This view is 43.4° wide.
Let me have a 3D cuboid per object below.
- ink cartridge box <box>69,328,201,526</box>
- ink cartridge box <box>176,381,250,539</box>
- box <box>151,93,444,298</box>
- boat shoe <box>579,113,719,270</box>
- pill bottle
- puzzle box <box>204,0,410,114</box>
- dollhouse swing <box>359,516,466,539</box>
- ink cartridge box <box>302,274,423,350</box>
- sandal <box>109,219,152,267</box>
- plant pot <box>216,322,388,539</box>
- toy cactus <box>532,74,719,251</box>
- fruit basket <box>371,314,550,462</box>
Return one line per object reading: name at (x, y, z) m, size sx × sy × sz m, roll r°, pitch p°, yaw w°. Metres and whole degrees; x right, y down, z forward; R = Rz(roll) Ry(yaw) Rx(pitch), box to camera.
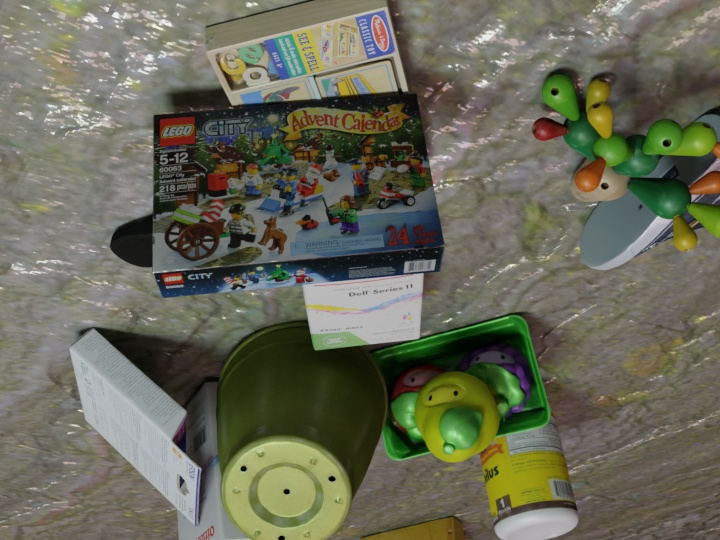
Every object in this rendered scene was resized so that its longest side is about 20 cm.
ink cartridge box at (-0.240, 0.182, 1.024) m, size 0.043 × 0.200 × 0.197 m, roll -44°, pitch 165°, yaw -31°
ink cartridge box at (-0.170, 0.260, 1.128) m, size 0.084 × 0.201 × 0.145 m, roll 7°, pitch 146°, yaw -29°
box at (-0.048, -0.057, 0.655) m, size 0.199 × 0.137 × 0.038 m, roll -6°, pitch 151°, yaw -4°
boat shoe at (0.298, -0.057, 0.842) m, size 0.091 × 0.071 × 0.200 m, roll 15°, pitch 140°, yaw -26°
pill bottle at (0.213, 0.246, 1.195) m, size 0.109 × 0.201 × 0.109 m, roll -6°, pitch 149°, yaw -3°
puzzle box at (-0.025, -0.125, 0.706) m, size 0.132 × 0.026 × 0.200 m, roll -13°, pitch 148°, yaw 7°
dollhouse swing at (0.122, 0.597, 1.792) m, size 0.199 × 0.182 × 0.176 m, roll -18°, pitch 127°, yaw 15°
ink cartridge box at (0.000, 0.000, 0.874) m, size 0.116 × 0.068 × 0.200 m, roll -7°, pitch 149°, yaw -1°
sandal at (-0.137, -0.026, 0.802) m, size 0.199 × 0.045 × 0.075 m, roll -15°, pitch 143°, yaw 25°
plant pot at (-0.071, 0.185, 0.960) m, size 0.199 × 0.193 × 0.201 m, roll 1°, pitch 110°, yaw 2°
toy cactus at (0.220, -0.079, 0.750) m, size 0.199 × 0.103 × 0.165 m, roll 26°, pitch 169°, yaw -5°
fruit basket at (0.110, 0.145, 1.047) m, size 0.214 × 0.156 × 0.216 m, roll -11°, pitch 163°, yaw -3°
